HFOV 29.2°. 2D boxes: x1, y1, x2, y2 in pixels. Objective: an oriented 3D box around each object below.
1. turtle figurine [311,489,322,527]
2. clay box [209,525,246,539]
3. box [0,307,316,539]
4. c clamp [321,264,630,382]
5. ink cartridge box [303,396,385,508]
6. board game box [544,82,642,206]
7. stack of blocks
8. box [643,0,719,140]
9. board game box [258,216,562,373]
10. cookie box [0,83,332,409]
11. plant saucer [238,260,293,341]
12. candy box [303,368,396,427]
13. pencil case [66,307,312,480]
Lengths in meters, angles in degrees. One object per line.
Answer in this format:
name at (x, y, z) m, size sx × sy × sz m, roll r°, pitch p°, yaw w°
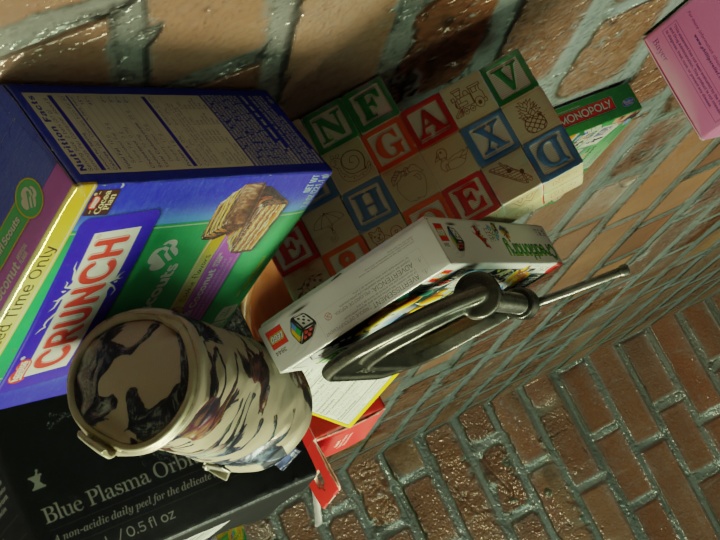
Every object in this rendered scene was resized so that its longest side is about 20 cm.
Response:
turtle figurine at (-0.057, 0.115, 1.368) m, size 0.194 × 0.200 × 0.144 m, roll -46°, pitch -168°, yaw 45°
clay box at (-0.175, 0.184, 1.259) m, size 0.048 × 0.200 × 0.115 m, roll -29°, pitch 166°, yaw 12°
box at (-0.169, 0.101, 0.945) m, size 0.197 × 0.200 × 0.117 m, roll -20°, pitch 166°, yaw -30°
c clamp at (0.065, 0.027, 0.851) m, size 0.171 × 0.027 × 0.200 m, roll -27°, pitch 170°, yaw 20°
ink cartridge box at (-0.041, 0.088, 1.147) m, size 0.067 × 0.200 × 0.116 m, roll -23°, pitch 167°, yaw -15°
board game box at (0.150, -0.089, 1.219) m, size 0.135 × 0.029 × 0.200 m, roll -21°, pitch 166°, yaw -20°
stack of blocks at (0.028, -0.062, 0.888) m, size 0.200 × 0.115 × 0.059 m, roll -28°, pitch 167°, yaw 3°
box at (0.352, -0.198, 1.038) m, size 0.176 × 0.097 × 0.200 m, roll -15°, pitch 162°, yaw -42°
board game box at (0.038, 0.014, 0.866) m, size 0.126 × 0.035 × 0.200 m, roll -33°, pitch 166°, yaw 23°
cookie box at (-0.136, -0.014, 0.755) m, size 0.200 × 0.075 × 0.171 m, roll -9°, pitch 142°, yaw -53°
plant saucer at (0.000, 0.000, 1.009) m, size 0.200 × 0.037 × 0.200 m, roll -17°, pitch 135°, yaw -18°
candy box at (0.016, 0.027, 0.996) m, size 0.102 × 0.026 × 0.200 m, roll 27°, pitch 111°, yaw -40°
pencil case at (-0.092, 0.074, 0.785) m, size 0.200 × 0.078 × 0.090 m, roll 33°, pitch 75°, yaw -70°
